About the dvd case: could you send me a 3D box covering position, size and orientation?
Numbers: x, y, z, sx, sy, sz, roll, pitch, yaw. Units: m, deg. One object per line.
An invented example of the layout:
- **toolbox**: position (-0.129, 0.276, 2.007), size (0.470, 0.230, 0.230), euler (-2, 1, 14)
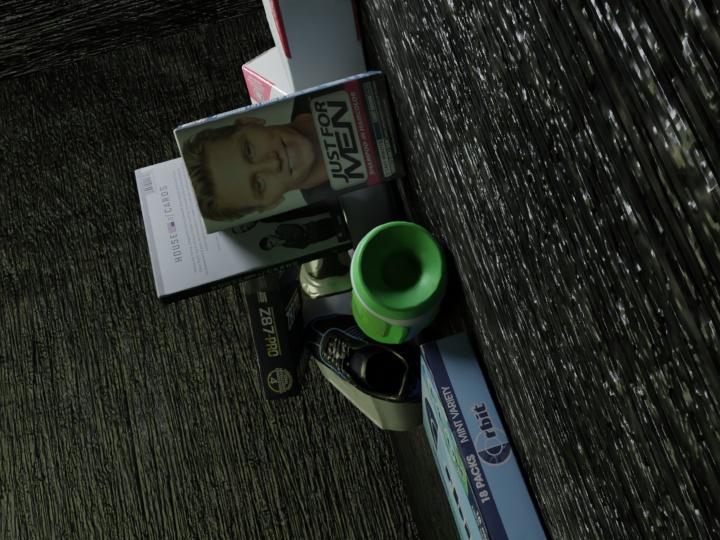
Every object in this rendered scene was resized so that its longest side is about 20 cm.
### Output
- **dvd case**: position (-0.121, -0.063, 0.732), size (0.025, 0.196, 0.153), euler (84, 169, -66)

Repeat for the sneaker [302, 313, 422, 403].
- **sneaker**: position (-0.001, 0.092, 0.792), size (0.077, 0.198, 0.072), euler (10, -86, -53)

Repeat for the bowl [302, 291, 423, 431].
- **bowl**: position (0.002, 0.118, 0.934), size (0.199, 0.074, 0.201), euler (38, 159, 33)

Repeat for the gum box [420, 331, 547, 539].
- **gum box**: position (0.098, 0.175, 0.622), size (0.201, 0.044, 0.172), euler (79, 175, -59)

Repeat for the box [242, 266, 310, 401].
- **box**: position (-0.101, 0.050, 0.917), size (0.200, 0.048, 0.165), euler (-79, -21, -77)

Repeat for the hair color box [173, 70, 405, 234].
- **hair color box**: position (-0.065, -0.113, 0.679), size (0.061, 0.196, 0.102), euler (-119, 13, -72)

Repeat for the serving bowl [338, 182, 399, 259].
- **serving bowl**: position (0.006, -0.069, 0.838), size (0.200, 0.065, 0.204), euler (164, 91, -87)

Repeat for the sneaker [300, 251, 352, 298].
- **sneaker**: position (-0.049, -0.043, 0.823), size (0.200, 0.072, 0.081), euler (-126, 28, -62)

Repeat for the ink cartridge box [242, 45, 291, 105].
- **ink cartridge box**: position (-0.069, -0.184, 0.976), size (0.146, 0.082, 0.202), euler (37, 153, 36)

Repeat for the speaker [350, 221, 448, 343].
- **speaker**: position (0.032, 0.018, 0.666), size (0.200, 0.087, 0.090), euler (91, 162, -78)

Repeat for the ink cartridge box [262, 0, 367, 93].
- **ink cartridge box**: position (-0.060, -0.291, 0.769), size (0.147, 0.081, 0.202), euler (77, 175, -46)
